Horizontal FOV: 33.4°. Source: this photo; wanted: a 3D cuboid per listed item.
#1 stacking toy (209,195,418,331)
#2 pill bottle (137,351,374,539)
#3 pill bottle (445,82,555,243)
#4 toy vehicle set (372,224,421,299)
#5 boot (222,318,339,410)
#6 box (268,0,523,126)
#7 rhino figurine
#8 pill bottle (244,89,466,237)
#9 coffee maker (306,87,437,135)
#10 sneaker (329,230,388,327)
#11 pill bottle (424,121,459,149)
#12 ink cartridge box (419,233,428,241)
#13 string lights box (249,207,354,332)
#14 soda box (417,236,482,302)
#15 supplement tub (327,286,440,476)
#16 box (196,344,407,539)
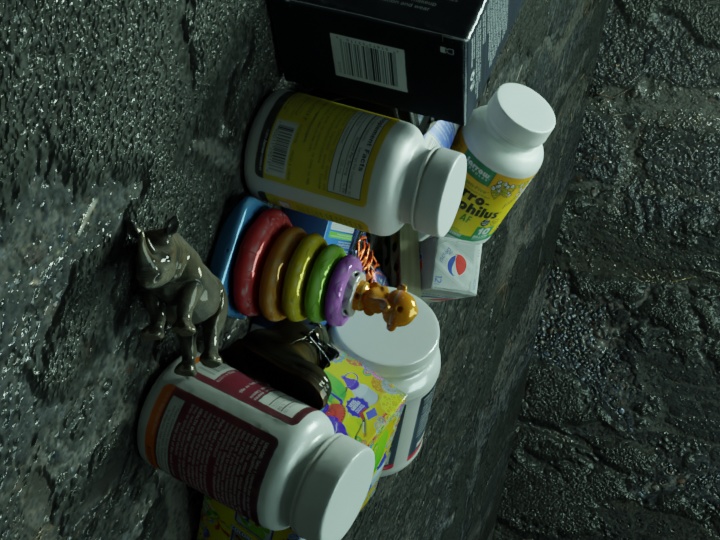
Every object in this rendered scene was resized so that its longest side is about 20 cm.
[{"bbox_3d":[-0.036,0.012,1.152,0.110,0.197,0.118,31,76,-73],"label":"stacking toy"},{"bbox_3d":[-0.093,0.163,1.087,0.114,0.198,0.115,-49,153,-37],"label":"pill bottle"},{"bbox_3d":[0.160,-0.133,1.505,0.201,0.112,0.113,-57,179,43],"label":"pill bottle"},{"bbox_3d":[0.046,0.027,1.554,0.125,0.026,0.202,117,-23,-53],"label":"toy vehicle set"},{"bbox_3d":[-0.059,0.077,1.170,0.097,0.199,0.075,-39,112,-20],"label":"boot"},{"bbox_3d":[0.044,-0.267,1.152,0.118,0.194,0.202,82,30,-55],"label":"box"},{"bbox_3d":[-0.155,0.014,0.999,0.201,0.059,0.089,70,20,-63],"label":"rhino figurine"},{"bbox_3d":[-0.003,-0.098,1.155,0.111,0.197,0.113,18,90,-74],"label":"pill bottle"},{"bbox_3d":[0.020,-0.205,1.277,0.193,0.134,0.201,53,35,-18],"label":"coffee maker"},{"bbox_3d":[0.000,0.000,1.485,0.202,0.077,0.076,89,23,-48],"label":"sneaker"},{"bbox_3d":[0.069,-0.192,1.470,0.113,0.111,0.202,78,31,-59],"label":"pill bottle"},{"bbox_3d":[0.141,-0.105,1.720,0.173,0.044,0.200,-37,178,16],"label":"ink cartridge box"},{"bbox_3d":[-0.059,0.000,1.318,0.103,0.058,0.203,7,100,-74],"label":"string lights box"},{"bbox_3d":[0.094,0.002,1.563,0.200,0.062,0.069,163,-65,-75],"label":"soda box"},{"bbox_3d":[0.019,0.133,1.413,0.141,0.139,0.202,-57,163,-44],"label":"supplement tub"},{"bbox_3d":[-0.067,0.220,1.293,0.200,0.121,0.194,-45,159,-40],"label":"box"}]
